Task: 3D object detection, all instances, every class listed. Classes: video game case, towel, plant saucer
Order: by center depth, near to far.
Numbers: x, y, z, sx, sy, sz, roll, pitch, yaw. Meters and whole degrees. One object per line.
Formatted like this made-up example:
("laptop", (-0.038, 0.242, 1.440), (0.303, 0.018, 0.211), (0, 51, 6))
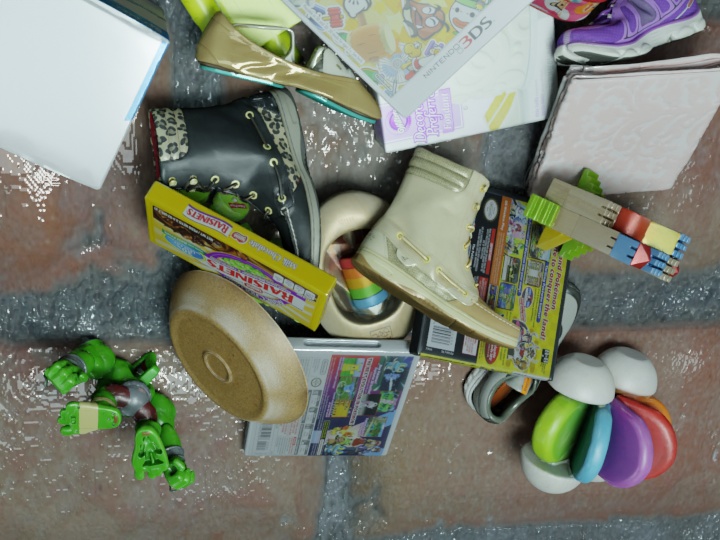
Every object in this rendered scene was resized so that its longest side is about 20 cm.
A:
("video game case", (0.035, -0.270, 0.898), (0.200, 0.023, 0.182), (41, 121, -16))
("plant saucer", (-0.142, 0.094, 1.015), (0.035, 0.199, 0.202), (-41, 121, -36))
("towel", (0.288, -0.153, 1.034), (0.189, 0.032, 0.201), (-5, 148, -9))
("video game case", (0.153, 0.012, 1.076), (0.179, 0.025, 0.202), (13, 83, -22))
("video game case", (-0.037, 0.151, 1.108), (0.180, 0.023, 0.201), (3, 133, -13))

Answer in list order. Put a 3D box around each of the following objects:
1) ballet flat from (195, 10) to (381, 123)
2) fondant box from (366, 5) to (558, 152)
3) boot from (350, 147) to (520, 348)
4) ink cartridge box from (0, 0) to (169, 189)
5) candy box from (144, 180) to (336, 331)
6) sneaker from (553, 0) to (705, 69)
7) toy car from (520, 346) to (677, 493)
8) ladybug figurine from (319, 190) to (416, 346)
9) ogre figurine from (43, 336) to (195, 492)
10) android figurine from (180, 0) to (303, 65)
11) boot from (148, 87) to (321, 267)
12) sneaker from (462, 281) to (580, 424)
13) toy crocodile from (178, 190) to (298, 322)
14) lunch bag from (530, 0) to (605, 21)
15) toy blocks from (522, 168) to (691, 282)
("ballet flat", (-0.061, -0.201, 0.936), (0.198, 0.069, 0.064), (15, 101, -21))
("fondant box", (0.105, -0.218, 1.006), (0.198, 0.058, 0.146), (-12, 114, -6))
("boot", (0.108, -0.022, 1.004), (0.199, 0.073, 0.156), (30, 80, -6))
("ink cartridge box", (-0.269, -0.194, 0.858), (0.145, 0.200, 0.148), (25, 106, -21))
("candy box", (-0.121, -0.012, 0.941), (0.199, 0.102, 0.027), (28, 67, 3))
("sneaker", (0.277, -0.267, 1.004), (0.199, 0.080, 0.084), (-25, 103, -29))
("toy car", (0.300, 0.198, 1.150), (0.199, 0.150, 0.177), (-2, 116, -39))
("ladybug figurine", (0.000, 0.000, 1.065), (0.134, 0.072, 0.202), (-17, 114, -6))
("ogre figurine", (-0.258, 0.149, 1.046), (0.199, 0.120, 0.099), (27, 109, -19))
("android figurine", (-0.093, -0.302, 0.939), (0.181, 0.041, 0.201), (-30, 117, 2))
("boot", (-0.126, -0.080, 0.960), (0.152, 0.073, 0.206), (-9, 83, -21))
("sneaker", (0.205, 0.102, 1.148), (0.074, 0.079, 0.201), (29, 102, -19))
("toy crocodile", (-0.128, -0.021, 1.010), (0.200, 0.062, 0.067), (45, 122, -3))
("lunch bag", (0.175, -0.359, 0.927), (0.198, 0.082, 0.178), (20, 83, -8))
("toy blocks", (0.288, -0.037, 1.029), (0.199, 0.136, 0.101), (15, 102, -48))
